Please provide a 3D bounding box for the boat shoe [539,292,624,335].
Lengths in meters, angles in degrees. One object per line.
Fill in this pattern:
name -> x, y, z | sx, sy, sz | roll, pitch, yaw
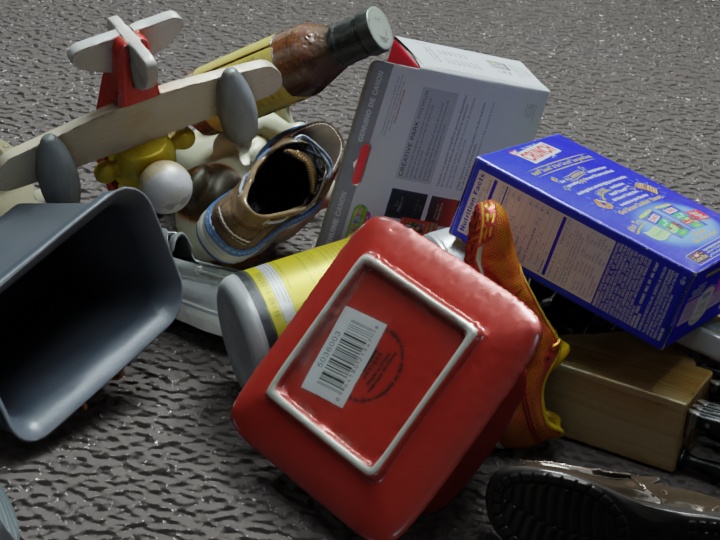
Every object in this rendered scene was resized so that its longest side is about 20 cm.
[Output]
boat shoe -> 0.187, 0.040, 1.583 | 0.199, 0.067, 0.070 | -15, 33, -37

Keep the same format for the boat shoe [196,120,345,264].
boat shoe -> -0.059, -0.076, 1.562 | 0.072, 0.072, 0.200 | 46, 43, -8

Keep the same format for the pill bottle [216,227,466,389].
pill bottle -> -0.006, 0.031, 1.458 | 0.199, 0.112, 0.112 | -18, 32, -16

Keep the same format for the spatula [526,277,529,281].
spatula -> 0.099, 0.043, 1.514 | 0.056, 0.021, 0.200 | -11, 39, 44

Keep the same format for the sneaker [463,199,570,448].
sneaker -> 0.120, 0.039, 1.412 | 0.077, 0.201, 0.073 | -9, 19, 2

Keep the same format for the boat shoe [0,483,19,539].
boat shoe -> -0.294, 0.142, 1.274 | 0.067, 0.074, 0.200 | -30, 35, -9

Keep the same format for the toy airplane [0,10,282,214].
toy airplane -> -0.179, -0.115, 1.510 | 0.199, 0.200, 0.141 | 11, 45, -60

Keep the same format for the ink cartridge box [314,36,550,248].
ink cartridge box -> 0.052, -0.101, 1.656 | 0.175, 0.201, 0.084 | 9, 23, -22

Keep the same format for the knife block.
knife block -> 0.230, 0.115, 1.438 | 0.199, 0.064, 0.176 | -2, 26, -19

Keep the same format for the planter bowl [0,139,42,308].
planter bowl -> -0.349, -0.038, 1.542 | 0.199, 0.135, 0.200 | 5, 25, -2

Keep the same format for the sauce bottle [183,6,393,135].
sauce bottle -> -0.064, -0.175, 1.592 | 0.199, 0.066, 0.066 | -17, 12, 31

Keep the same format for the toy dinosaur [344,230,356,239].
toy dinosaur -> 0.000, 0.000, 1.560 | 0.199, 0.058, 0.101 | -14, 43, 36

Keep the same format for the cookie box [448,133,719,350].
cookie box -> 0.198, -0.029, 1.469 | 0.200, 0.075, 0.171 | 30, 23, 22

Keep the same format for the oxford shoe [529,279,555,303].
oxford shoe -> 0.107, 0.027, 1.591 | 0.073, 0.072, 0.200 | 30, 36, 22

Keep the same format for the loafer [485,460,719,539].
loafer -> 0.187, 0.180, 1.300 | 0.199, 0.073, 0.071 | 15, 16, 6

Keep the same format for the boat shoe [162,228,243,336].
boat shoe -> -0.165, -0.001, 1.560 | 0.199, 0.069, 0.072 | 21, 7, 27

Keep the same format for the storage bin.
storage bin -> -0.256, 0.032, 1.418 | 0.134, 0.146, 0.200 | 8, 39, 40

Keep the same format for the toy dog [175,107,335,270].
toy dog -> -0.118, -0.081, 1.688 | 0.193, 0.140, 0.200 | -11, 25, 6

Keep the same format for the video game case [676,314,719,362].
video game case -> 0.264, 0.025, 1.557 | 0.199, 0.023, 0.182 | 25, 15, 19

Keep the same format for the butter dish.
butter dish -> 0.041, 0.094, 1.351 | 0.199, 0.200, 0.148 | 34, -1, 39
